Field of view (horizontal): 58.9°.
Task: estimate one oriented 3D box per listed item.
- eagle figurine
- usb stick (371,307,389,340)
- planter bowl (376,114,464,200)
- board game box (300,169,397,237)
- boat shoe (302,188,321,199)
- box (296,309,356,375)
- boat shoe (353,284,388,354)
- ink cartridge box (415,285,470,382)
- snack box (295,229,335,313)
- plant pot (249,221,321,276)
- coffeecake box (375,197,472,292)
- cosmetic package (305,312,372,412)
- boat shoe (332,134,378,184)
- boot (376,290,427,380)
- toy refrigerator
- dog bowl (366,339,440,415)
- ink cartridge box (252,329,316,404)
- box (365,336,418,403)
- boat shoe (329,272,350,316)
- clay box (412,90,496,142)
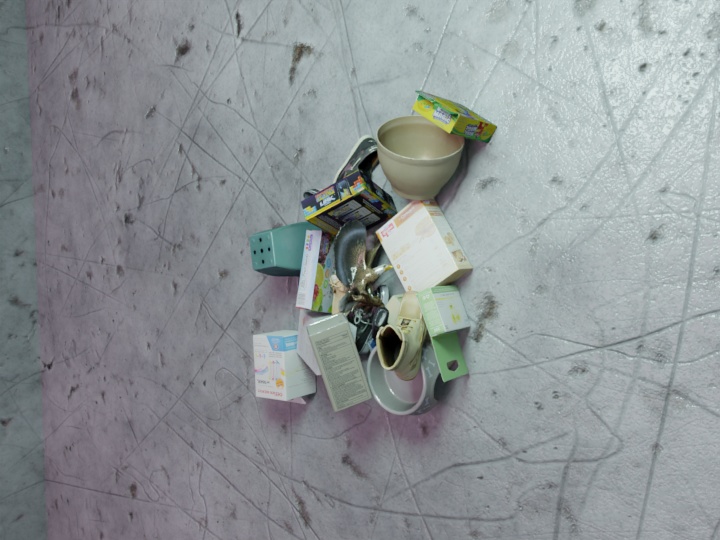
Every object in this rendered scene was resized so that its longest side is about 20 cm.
[{"bbox_3d":[0.007,-0.002,1.556,0.152,0.149,0.202,114,145,-56],"label":"eagle figurine"},{"bbox_3d":[0.044,0.125,1.469,0.032,0.200,0.056,25,78,6],"label":"usb stick"},{"bbox_3d":[0.132,-0.247,1.458,0.199,0.199,0.136,34,140,33],"label":"planter bowl"},{"bbox_3d":[-0.024,-0.151,1.541,0.164,0.200,0.057,-24,68,19],"label":"board game box"},{"bbox_3d":[-0.080,-0.152,1.698,0.200,0.067,0.072,47,120,26],"label":"boat shoe"},{"bbox_3d":[-0.092,0.182,1.657,0.200,0.096,0.126,-153,68,-67],"label":"box"},{"bbox_3d":[0.012,0.122,1.629,0.074,0.067,0.201,-109,37,-55],"label":"boat shoe"},{"bbox_3d":[0.202,0.137,1.434,0.048,0.145,0.202,-25,78,30],"label":"ink cartridge box"},{"bbox_3d":[-0.098,0.005,1.653,0.052,0.142,0.203,7,87,26],"label":"snack box"},{"bbox_3d":[-0.194,-0.056,1.714,0.140,0.199,0.143,-9,87,40],"label":"plant pot"},{"bbox_3d":[0.148,-0.050,1.514,0.153,0.073,0.202,-38,69,34],"label":"coffeecake box"},{"bbox_3d":[-0.052,0.217,1.518,0.087,0.102,0.202,-133,27,-75],"label":"cosmetic package"},{"bbox_3d":[-0.012,-0.246,1.634,0.068,0.071,0.201,49,119,31],"label":"boat shoe"},{"bbox_3d":[0.089,0.126,1.372,0.072,0.155,0.202,4,75,22],"label":"boot"},{"bbox_3d":[0.145,0.147,1.528,0.200,0.075,0.070,49,121,27],"label":"toy refrigerator"},{"bbox_3d":[0.097,0.245,1.491,0.198,0.058,0.203,5,98,40],"label":"dog bowl"},{"bbox_3d":[-0.213,0.277,1.798,0.127,0.125,0.203,-2,91,39],"label":"ink cartridge box"},{"bbox_3d":[0.097,0.242,1.577,0.064,0.070,0.201,-43,67,33],"label":"box"},{"bbox_3d":[-0.047,0.025,1.635,0.073,0.069,0.202,-11,59,49],"label":"boat shoe"},{"bbox_3d":[0.198,-0.331,1.374,0.115,0.199,0.048,41,117,30],"label":"clay box"}]
